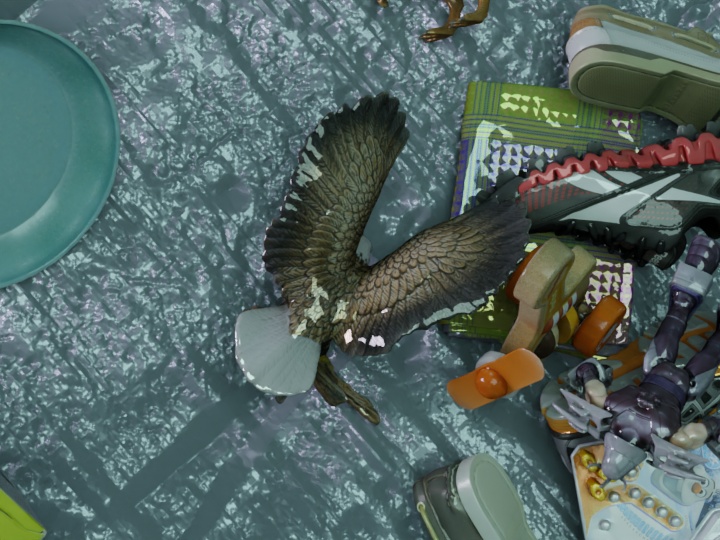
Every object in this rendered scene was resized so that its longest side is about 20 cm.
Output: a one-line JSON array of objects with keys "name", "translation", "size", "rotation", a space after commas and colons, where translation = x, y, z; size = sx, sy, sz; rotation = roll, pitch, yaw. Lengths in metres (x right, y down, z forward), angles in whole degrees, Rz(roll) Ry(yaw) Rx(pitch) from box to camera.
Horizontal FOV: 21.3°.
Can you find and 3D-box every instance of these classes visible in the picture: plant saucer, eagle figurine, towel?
[{"name": "plant saucer", "translation": [-0.266, -0.083, 1.328], "size": [0.199, 0.036, 0.201], "rotation": [-15, 121, -26]}, {"name": "eagle figurine", "translation": [-0.001, -0.005, 1.339], "size": [0.151, 0.200, 0.151], "rotation": [17, 37, -37]}, {"name": "towel", "translation": [0.136, -0.037, 1.423], "size": [0.143, 0.023, 0.201], "rotation": [6, 83, -6]}]

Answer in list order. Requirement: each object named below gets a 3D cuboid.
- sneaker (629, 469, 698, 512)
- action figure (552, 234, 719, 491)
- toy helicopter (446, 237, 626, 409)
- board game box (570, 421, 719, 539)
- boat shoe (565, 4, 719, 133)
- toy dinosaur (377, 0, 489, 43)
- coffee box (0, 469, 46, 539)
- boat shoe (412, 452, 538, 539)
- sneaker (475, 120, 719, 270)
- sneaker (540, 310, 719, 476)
[{"name": "sneaker", "translation": [0.283, 0.157, 1.407], "size": [0.199, 0.081, 0.084], "rotation": [-20, 105, -3]}, {"name": "action figure", "translation": [0.215, 0.075, 1.314], "size": [0.130, 0.069, 0.200], "rotation": [31, 62, 12]}, {"name": "toy helicopter", "translation": [0.116, 0.033, 1.301], "size": [0.079, 0.200, 0.132], "rotation": [38, 78, 15]}, {"name": "board game box", "translation": [0.263, 0.206, 1.345], "size": [0.199, 0.026, 0.201], "rotation": [-10, 94, 1]}, {"name": "boat shoe", "translation": [0.246, -0.147, 1.420], "size": [0.199, 0.075, 0.069], "rotation": [16, 54, -22]}, {"name": "toy dinosaur", "translation": [0.072, -0.230, 1.415], "size": [0.199, 0.060, 0.107], "rotation": [-8, 84, -8]}, {"name": "coffee box", "translation": [-0.353, 0.157, 1.227], "size": [0.200, 0.198, 0.200], "rotation": [-47, 107, -10]}, {"name": "boat shoe", "translation": [0.104, 0.227, 1.371], "size": [0.060, 0.072, 0.202], "rotation": [-21, 101, 31]}, {"name": "sneaker", "translation": [0.186, -0.044, 1.382], "size": [0.200, 0.071, 0.098], "rotation": [-10, 83, -10]}, {"name": "sneaker", "translation": [0.224, 0.091, 1.401], "size": [0.199, 0.078, 0.077], "rotation": [-20, 117, -14]}]
